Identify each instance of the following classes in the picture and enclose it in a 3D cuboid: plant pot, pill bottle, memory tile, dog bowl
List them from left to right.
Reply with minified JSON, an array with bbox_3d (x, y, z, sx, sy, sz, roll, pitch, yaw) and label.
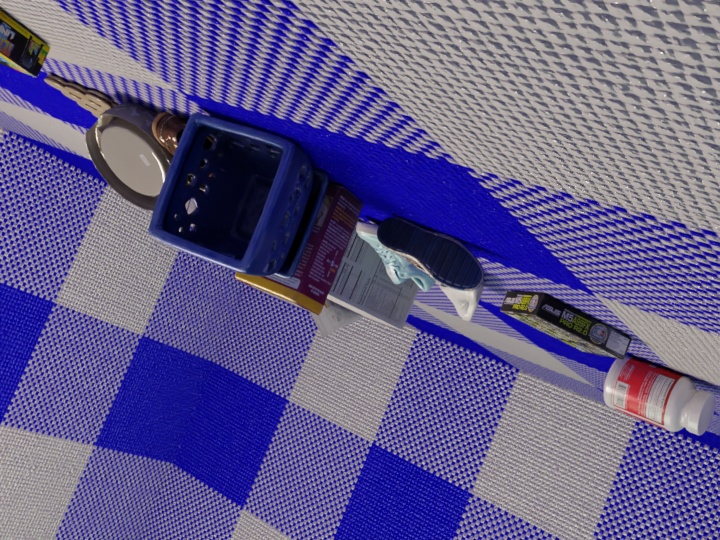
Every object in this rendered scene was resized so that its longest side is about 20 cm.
[{"bbox_3d":[-0.481,-0.304,1.763,0.151,0.017,0.200,22,173,23],"label":"memory tile"},{"bbox_3d":[-0.384,-0.202,1.649,0.197,0.059,0.202,22,140,19],"label":"dog bowl"},{"bbox_3d":[-0.172,-0.103,1.438,0.197,0.204,0.179,20,180,26],"label":"plant pot"},{"bbox_3d":[0.597,0.252,1.891,0.198,0.114,0.112,20,174,37],"label":"pill bottle"}]

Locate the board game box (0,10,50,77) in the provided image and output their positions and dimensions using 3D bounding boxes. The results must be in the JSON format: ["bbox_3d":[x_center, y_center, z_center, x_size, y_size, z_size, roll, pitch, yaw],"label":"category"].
[{"bbox_3d":[-0.581,-0.368,1.385,0.163,0.058,0.200,21,173,22],"label":"board game box"}]

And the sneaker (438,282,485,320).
[{"bbox_3d":[0.189,0.036,1.815,0.087,0.076,0.200,19,163,11],"label":"sneaker"}]

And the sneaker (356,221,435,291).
[{"bbox_3d":[0.068,-0.021,1.734,0.198,0.083,0.074,27,173,-25],"label":"sneaker"}]

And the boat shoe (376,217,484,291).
[{"bbox_3d":[0.123,-0.028,1.555,0.198,0.073,0.072,33,-177,22],"label":"boat shoe"}]

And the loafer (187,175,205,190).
[{"bbox_3d":[-0.326,-0.210,1.710,0.199,0.069,0.070,33,-153,6],"label":"loafer"}]

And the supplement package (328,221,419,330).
[{"bbox_3d":[0.000,0.000,1.859,0.198,0.153,0.151,26,175,-27],"label":"supplement package"}]

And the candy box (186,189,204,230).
[{"bbox_3d":[-0.265,-0.100,1.811,0.198,0.078,0.168,23,-175,36],"label":"candy box"}]

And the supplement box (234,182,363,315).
[{"bbox_3d":[-0.100,-0.050,1.557,0.129,0.203,0.103,21,175,26],"label":"supplement box"}]

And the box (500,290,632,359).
[{"bbox_3d":[0.377,0.099,1.749,0.197,0.045,0.160,26,175,-13],"label":"box"}]

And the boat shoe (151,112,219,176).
[{"bbox_3d":[-0.265,-0.193,1.587,0.070,0.071,0.199,24,176,37],"label":"boat shoe"}]

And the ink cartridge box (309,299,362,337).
[{"bbox_3d":[-0.054,0.035,1.964,0.057,0.198,0.165,-28,89,53],"label":"ink cartridge box"}]
